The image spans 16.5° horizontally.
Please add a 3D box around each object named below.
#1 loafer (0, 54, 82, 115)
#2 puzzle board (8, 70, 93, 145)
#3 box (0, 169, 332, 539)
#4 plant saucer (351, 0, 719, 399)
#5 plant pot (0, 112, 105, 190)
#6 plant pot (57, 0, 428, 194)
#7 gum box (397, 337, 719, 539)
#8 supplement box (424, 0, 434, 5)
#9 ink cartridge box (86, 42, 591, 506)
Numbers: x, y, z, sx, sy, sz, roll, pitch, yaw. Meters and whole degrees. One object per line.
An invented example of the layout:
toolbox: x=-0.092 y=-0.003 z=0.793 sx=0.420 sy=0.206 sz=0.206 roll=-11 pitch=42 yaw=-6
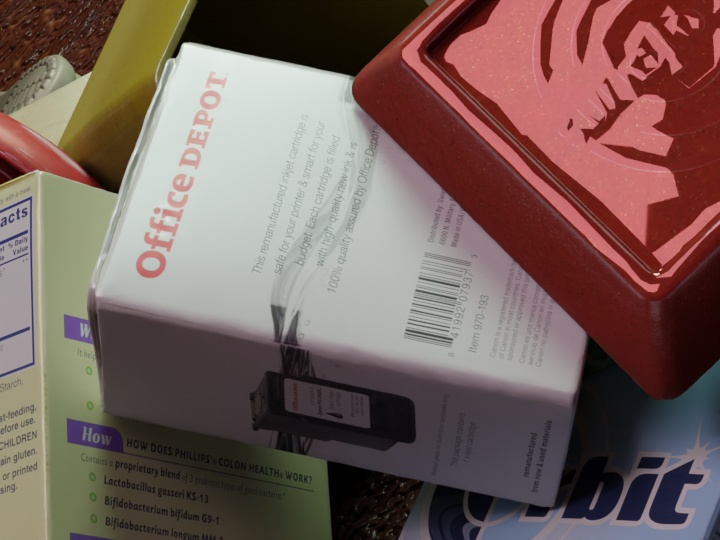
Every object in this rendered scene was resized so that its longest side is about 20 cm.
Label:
loafer: x=-0.214 y=-0.072 z=1.558 sx=0.076 sy=0.068 sz=0.200 roll=-58 pitch=18 yaw=-25
puzzle board: x=-0.182 y=-0.023 z=1.394 sx=0.199 sy=0.017 sz=0.151 roll=-29 pitch=59 yaw=-11
box: x=-0.107 y=0.080 z=1.110 sx=0.096 sy=0.175 sz=0.201 roll=-19 pitch=66 yaw=38
plant saucer: x=0.123 y=-0.084 z=0.990 sx=0.200 sy=0.037 sz=0.200 roll=-43 pitch=65 yaw=-3
plant pot: x=-0.208 y=0.028 z=1.242 sx=0.200 sy=0.201 sz=0.183 roll=8 pitch=52 yaw=52
plant pot: x=-0.044 y=-0.087 z=1.278 sx=0.176 sy=0.200 sz=0.201 roll=-22 pitch=39 yaw=49
gum box: x=0.096 y=0.101 z=1.040 sx=0.169 sy=0.045 sz=0.201 roll=-3 pitch=51 yaw=47
supplement box: x=0.091 y=-0.160 z=1.180 sx=0.126 sy=0.200 sz=0.074 roll=-36 pitch=34 yaw=16
ink cartridge box: x=0.000 y=0.000 z=1.041 sx=0.199 sy=0.084 sz=0.146 roll=12 pitch=53 yaw=5
